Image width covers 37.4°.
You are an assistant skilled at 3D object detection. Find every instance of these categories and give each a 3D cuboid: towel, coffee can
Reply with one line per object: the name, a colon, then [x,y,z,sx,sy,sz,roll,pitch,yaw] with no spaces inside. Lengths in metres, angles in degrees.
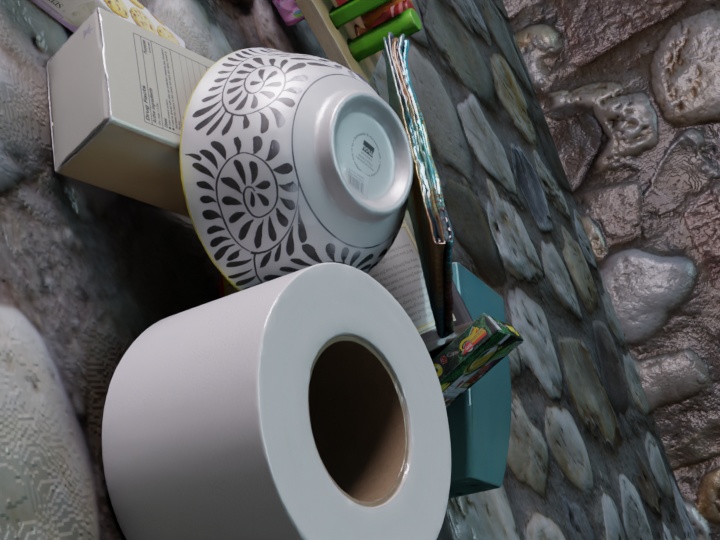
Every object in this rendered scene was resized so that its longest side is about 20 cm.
towel: [0.049,-0.067,0.848,0.147,0.021,0.202,80,-1,-59]
coffee can: [0.000,0.000,0.956,0.202,0.145,0.146,64,19,11]

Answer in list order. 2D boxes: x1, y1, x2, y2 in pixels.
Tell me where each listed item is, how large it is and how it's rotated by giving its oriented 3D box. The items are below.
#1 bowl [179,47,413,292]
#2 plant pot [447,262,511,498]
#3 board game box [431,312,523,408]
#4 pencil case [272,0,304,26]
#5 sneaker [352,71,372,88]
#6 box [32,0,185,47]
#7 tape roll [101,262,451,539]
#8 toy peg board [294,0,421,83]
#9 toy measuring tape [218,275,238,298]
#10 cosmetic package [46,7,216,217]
bowl: [-0.024,-0.075,0.767,0.199,0.093,0.204,14,70,-45]
plant pot: [0.073,0.121,1.069,0.141,0.140,0.203,32,46,-57]
board game box: [0.052,0.115,0.927,0.024,0.200,0.105,51,12,22]
pencil case: [-0.098,-0.384,1.223,0.201,0.087,0.088,58,22,-21]
sneaker: [0.010,-0.129,1.061,0.201,0.076,0.086,64,30,-48]
box: [-0.207,-0.205,0.826,0.200,0.038,0.042,38,34,-54]
tape roll: [-0.050,0.110,0.701,0.202,0.138,0.206,27,55,-47]
toy peg board: [-0.001,-0.332,1.167,0.201,0.097,0.200,58,26,-23]
toy measuring tape: [-0.074,0.046,0.869,0.073,0.073,0.203,32,42,-58]
cosmetic package: [-0.129,-0.102,0.798,0.199,0.071,0.106,20,48,-43]
